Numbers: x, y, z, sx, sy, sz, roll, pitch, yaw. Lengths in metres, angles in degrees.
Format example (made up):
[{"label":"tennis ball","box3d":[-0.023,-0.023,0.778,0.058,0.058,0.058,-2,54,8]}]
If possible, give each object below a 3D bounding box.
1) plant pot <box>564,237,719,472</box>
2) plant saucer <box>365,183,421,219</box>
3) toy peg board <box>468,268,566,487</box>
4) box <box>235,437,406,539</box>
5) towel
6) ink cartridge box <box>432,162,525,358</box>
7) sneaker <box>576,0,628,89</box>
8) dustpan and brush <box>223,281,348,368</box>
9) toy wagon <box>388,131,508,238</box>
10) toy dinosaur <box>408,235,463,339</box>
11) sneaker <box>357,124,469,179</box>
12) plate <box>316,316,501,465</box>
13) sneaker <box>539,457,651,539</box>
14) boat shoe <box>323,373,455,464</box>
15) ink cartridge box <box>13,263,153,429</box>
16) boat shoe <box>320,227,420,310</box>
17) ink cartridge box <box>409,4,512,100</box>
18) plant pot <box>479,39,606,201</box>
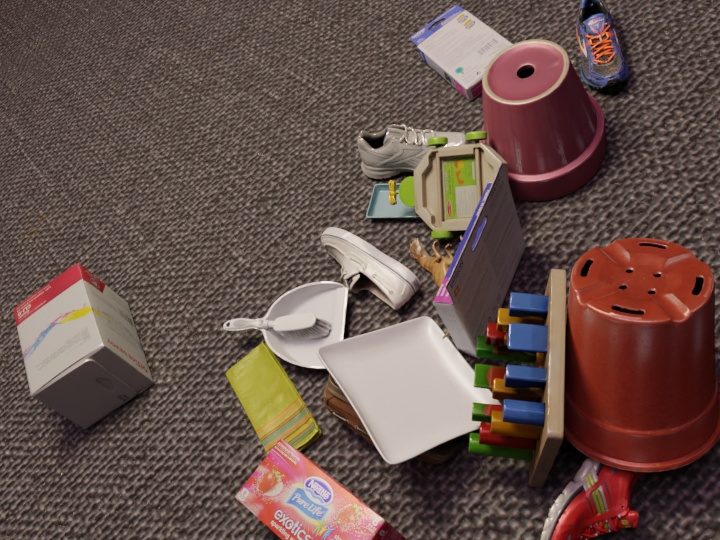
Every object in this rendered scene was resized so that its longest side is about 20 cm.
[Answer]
[{"label":"plant pot","box3d":[0.314,0.084,0.863,0.198,0.197,0.202,-9,35,6]},{"label":"plant saucer","box3d":[0.108,-0.112,1.245,0.197,0.019,0.071,1,59,26]},{"label":"toy peg board","box3d":[0.185,0.131,0.912,0.096,0.200,0.202,4,61,9]},{"label":"box","box3d":[-0.052,0.320,0.977,0.199,0.096,0.100,29,72,36]},{"label":"towel","box3d":[-0.137,0.199,1.149,0.086,0.018,0.200,-37,50,-3]},{"label":"ink cartridge box","box3d":[0.162,-0.012,1.035,0.043,0.201,0.198,13,64,31]},{"label":"sneaker","box3d":[0.391,-0.380,1.253,0.074,0.079,0.202,-16,53,15]},{"label":"dustpan and brush","box3d":[-0.123,0.087,1.186,0.198,0.057,0.142,-8,63,29]},{"label":"toy wagon","box3d":[0.134,-0.128,1.173,0.198,0.039,0.158,0,94,37]},{"label":"toy dinosaur","box3d":[0.138,0.015,1.130,0.106,0.060,0.201,-42,39,12]},{"label":"sneaker","box3d":[0.084,-0.205,1.274,0.197,0.087,0.075,-6,54,20]},{"label":"plate","box3d":[0.065,0.159,1.017,0.198,0.033,0.200,-14,47,-30]},{"label":"sneaker","box3d":[0.274,0.276,0.871,0.084,0.077,0.201,31,75,31]},{"label":"boat shoe","box3d":[0.038,0.206,1.034,0.199,0.069,0.072,32,38,21]},{"label":"ink cartridge box","box3d":[-0.463,0.127,1.266,0.144,0.146,0.201,-34,50,0]},{"label":"boat shoe","box3d":[0.000,0.000,1.190,0.199,0.071,0.070,32,72,30]},{"label":"ink cartridge box","box3d":[0.188,-0.403,1.389,0.119,0.042,0.201,-36,53,-1]},{"label":"plant pot","box3d":[0.266,-0.238,1.152,0.197,0.179,0.202,-12,54,18]}]
